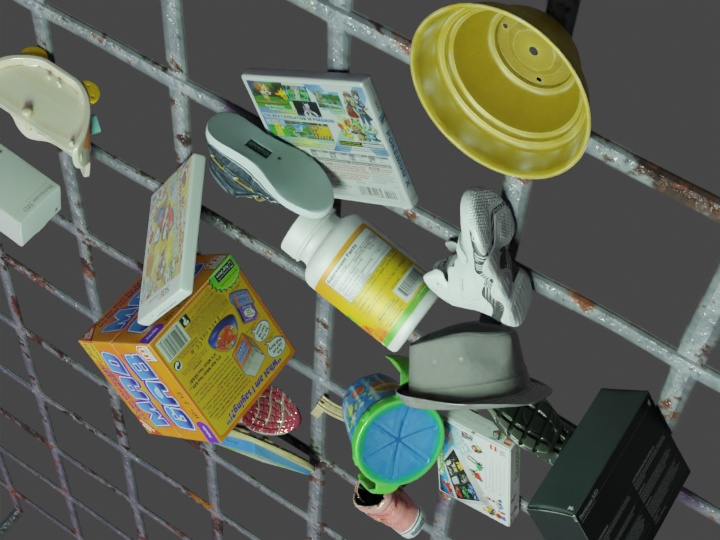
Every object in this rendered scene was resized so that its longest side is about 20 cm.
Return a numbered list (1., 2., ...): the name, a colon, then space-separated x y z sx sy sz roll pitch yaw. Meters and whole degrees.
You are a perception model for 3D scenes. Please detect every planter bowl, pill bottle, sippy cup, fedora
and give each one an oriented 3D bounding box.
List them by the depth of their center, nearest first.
1. planter bowl: 0.152 -0.193 1.229 0.199 0.084 0.202 28 146 21
2. fedora: 0.138 0.116 1.591 0.198 0.176 0.092 -4 97 29
3. pill bottle: 0.000 0.000 1.604 0.199 0.111 0.111 38 149 4
4. sippy cup: 0.035 0.216 1.801 0.140 0.178 0.130 44 -179 -28

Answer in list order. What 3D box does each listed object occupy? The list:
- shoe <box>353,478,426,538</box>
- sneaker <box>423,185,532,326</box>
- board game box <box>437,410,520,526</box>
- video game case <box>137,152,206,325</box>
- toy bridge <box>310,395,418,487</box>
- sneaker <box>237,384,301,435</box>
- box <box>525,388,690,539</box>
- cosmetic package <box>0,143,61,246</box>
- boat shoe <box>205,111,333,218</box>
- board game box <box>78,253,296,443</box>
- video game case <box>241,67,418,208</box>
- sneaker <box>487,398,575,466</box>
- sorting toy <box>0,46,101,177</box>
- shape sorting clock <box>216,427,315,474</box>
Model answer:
1. shoe: 0.024 0.353 2.004 0.091 0.072 0.200 40 172 -25
2. sneaker: 0.125 -0.019 1.481 0.114 0.075 0.201 10 141 35
3. board game box: 0.171 0.281 1.840 0.125 0.035 0.201 25 145 25
4. video game case: -0.267 -0.041 1.780 0.023 0.203 0.182 13 158 -25
5. toy bridge: 0.013 0.266 1.998 0.199 0.027 0.067 38 148 2
6. sneaker: -0.171 0.232 2.120 0.198 0.082 0.074 8 165 42
7. box: 0.301 0.262 1.520 0.078 0.200 0.142 1 131 46
8. cosmetic package: -0.600 -0.143 2.080 0.199 0.102 0.072 34 147 9
9. boat shoe: -0.113 -0.115 1.592 0.200 0.071 0.091 38 151 19
10. board game box: -0.264 0.117 1.945 0.198 0.200 0.201 -2 129 47
11. video game case: -0.037 -0.161 1.532 0.198 0.022 0.184 11 138 40
12. sneaker: 0.247 0.225 1.643 0.199 0.076 0.079 31 157 2
13. sorting toy: -0.451 -0.214 1.846 0.199 0.107 0.181 33 155 11
14. shape sorting clock: -0.169 0.306 2.185 0.198 0.040 0.200 18 168 4
